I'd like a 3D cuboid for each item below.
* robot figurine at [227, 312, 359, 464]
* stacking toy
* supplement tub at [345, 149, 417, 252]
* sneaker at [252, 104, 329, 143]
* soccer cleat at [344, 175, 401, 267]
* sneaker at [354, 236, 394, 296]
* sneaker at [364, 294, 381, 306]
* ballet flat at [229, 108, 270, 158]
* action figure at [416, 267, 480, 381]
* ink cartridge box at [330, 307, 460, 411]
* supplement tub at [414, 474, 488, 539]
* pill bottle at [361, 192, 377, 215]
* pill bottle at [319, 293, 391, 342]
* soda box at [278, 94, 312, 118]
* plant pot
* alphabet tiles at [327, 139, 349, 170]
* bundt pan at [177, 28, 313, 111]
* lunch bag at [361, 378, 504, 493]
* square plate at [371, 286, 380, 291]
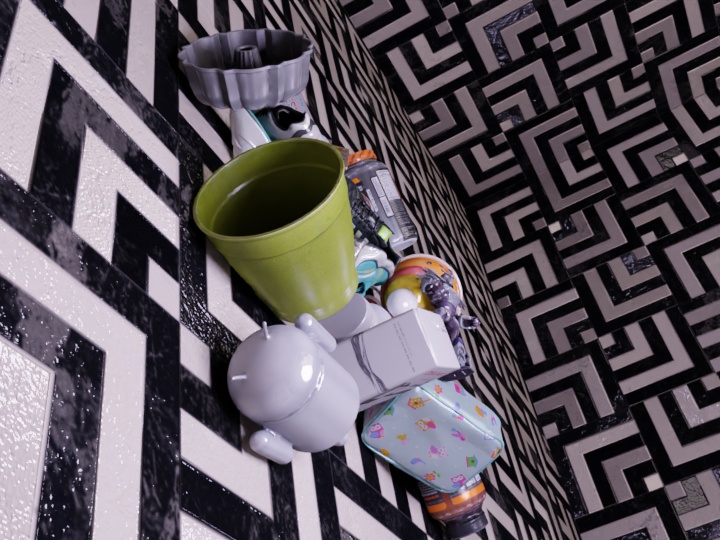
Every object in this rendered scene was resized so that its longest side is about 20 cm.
[{"bbox_3d":[-0.076,0.136,0.951,0.200,0.113,0.170,50,49,-47],"label":"robot figurine"},{"bbox_3d":[0.087,0.051,1.369,0.146,0.146,0.200,65,14,1],"label":"stacking toy"},{"bbox_3d":[0.021,-0.127,1.623,0.200,0.122,0.123,66,14,8],"label":"supplement tub"},{"bbox_3d":[-0.131,-0.235,1.302,0.200,0.074,0.080,24,-26,38],"label":"sneaker"},{"bbox_3d":[0.009,-0.079,1.354,0.068,0.081,0.200,-54,136,-23],"label":"soccer cleat"},{"bbox_3d":[0.000,0.000,1.312,0.077,0.080,0.200,28,-3,13],"label":"sneaker"},{"bbox_3d":[0.050,0.144,1.484,0.200,0.071,0.112,54,12,-10],"label":"sneaker"},{"bbox_3d":[-0.155,-0.165,1.286,0.200,0.069,0.069,56,16,-29],"label":"ballet flat"},{"bbox_3d":[0.133,0.074,1.283,0.130,0.069,0.200,34,42,-26],"label":"action figure"},{"bbox_3d":[0.019,0.132,1.125,0.084,0.200,0.145,68,15,14],"label":"ink cartridge box"},{"bbox_3d":[0.145,0.349,1.410,0.200,0.107,0.107,68,14,9],"label":"supplement tub"},{"bbox_3d":[-0.045,-0.103,1.450,0.200,0.112,0.112,33,34,-56],"label":"pill bottle"},{"bbox_3d":[0.019,0.124,1.319,0.200,0.112,0.112,51,19,-42],"label":"pill bottle"},{"bbox_3d":[-0.134,-0.292,1.568,0.200,0.068,0.064,66,14,8],"label":"soda box"},{"bbox_3d":[-0.090,-0.037,1.095,0.200,0.200,0.193,-98,170,-50],"label":"plant pot"},{"bbox_3d":[-0.101,-0.211,1.420,0.200,0.166,0.006,-88,-167,-68],"label":"alphabet tiles"},{"bbox_3d":[-0.167,-0.297,1.241,0.202,0.202,0.076,-93,179,-57],"label":"bundt pan"},{"bbox_3d":[0.105,0.245,1.277,0.200,0.160,0.077,35,27,-12],"label":"lunch bag"},{"bbox_3d":[-0.027,-0.058,1.639,0.200,0.028,0.198,30,36,-66],"label":"square plate"}]
